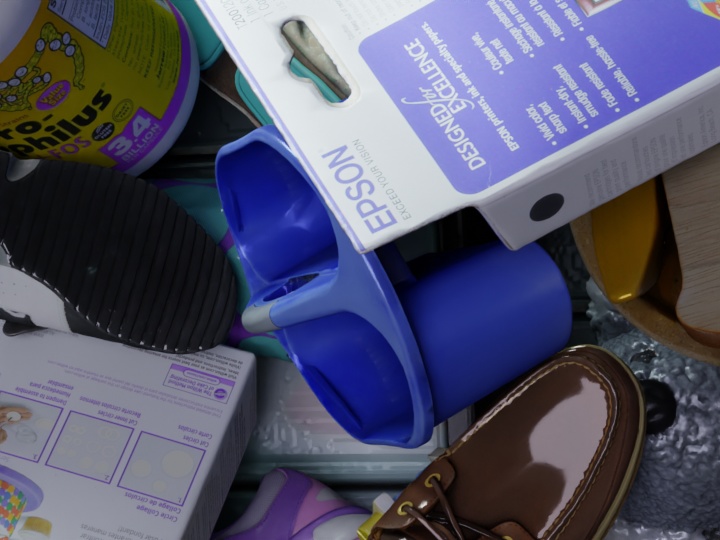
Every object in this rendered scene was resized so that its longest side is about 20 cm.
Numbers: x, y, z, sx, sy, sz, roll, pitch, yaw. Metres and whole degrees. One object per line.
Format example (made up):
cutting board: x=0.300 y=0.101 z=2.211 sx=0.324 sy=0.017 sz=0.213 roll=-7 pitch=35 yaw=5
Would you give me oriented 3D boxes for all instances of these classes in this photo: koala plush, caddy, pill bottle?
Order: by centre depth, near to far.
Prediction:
caddy: x=0.000 y=0.000 z=0.908 sx=0.105 sy=0.200 sz=0.141 roll=-26 pitch=93 yaw=-14
koala plush: x=0.172 y=0.072 z=0.958 sx=0.200 sy=0.184 sz=0.177 roll=-1 pitch=81 yaw=38
pill bottle: x=-0.160 y=-0.111 z=0.966 sx=0.104 sy=0.200 sz=0.104 roll=-8 pitch=70 yaw=24

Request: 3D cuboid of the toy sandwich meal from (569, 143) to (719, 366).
toy sandwich meal: x=0.159 y=-0.048 z=0.832 sx=0.205 sy=0.070 sz=0.205 roll=-10 pitch=64 yaw=21

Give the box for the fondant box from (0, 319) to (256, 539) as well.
fondant box: x=-0.145 y=0.110 z=0.986 sx=0.144 sy=0.058 sz=0.200 roll=15 pitch=53 yaw=9

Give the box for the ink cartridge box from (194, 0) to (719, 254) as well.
ink cartridge box: x=0.051 y=-0.100 z=0.838 sx=0.200 sy=0.043 sz=0.198 roll=-26 pitch=49 yaw=-7

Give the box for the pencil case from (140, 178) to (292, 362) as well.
pencil case: x=-0.108 y=-0.001 z=1.068 sx=0.200 sy=0.085 sz=0.092 roll=4 pitch=122 yaw=19

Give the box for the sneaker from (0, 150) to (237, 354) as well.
sneaker: x=-0.154 y=-0.011 z=0.998 sx=0.200 sy=0.089 sz=0.074 roll=22 pitch=68 yaw=-12

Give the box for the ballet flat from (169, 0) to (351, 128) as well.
ballet flat: x=-0.044 y=-0.107 z=1.056 sx=0.067 sy=0.062 sz=0.200 roll=-48 pitch=68 yaw=28

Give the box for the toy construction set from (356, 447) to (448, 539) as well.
toy construction set: x=0.074 y=0.180 z=0.989 sx=0.092 sy=0.131 sz=0.200 roll=-22 pitch=72 yaw=-17

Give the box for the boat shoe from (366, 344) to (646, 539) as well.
boat shoe: x=0.043 y=0.115 z=0.908 sx=0.072 sy=0.068 sz=0.200 roll=43 pitch=101 yaw=20

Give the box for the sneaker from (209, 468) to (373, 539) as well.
sneaker: x=-0.064 y=0.176 z=1.067 sx=0.200 sy=0.080 sz=0.088 roll=-50 pitch=52 yaw=8
